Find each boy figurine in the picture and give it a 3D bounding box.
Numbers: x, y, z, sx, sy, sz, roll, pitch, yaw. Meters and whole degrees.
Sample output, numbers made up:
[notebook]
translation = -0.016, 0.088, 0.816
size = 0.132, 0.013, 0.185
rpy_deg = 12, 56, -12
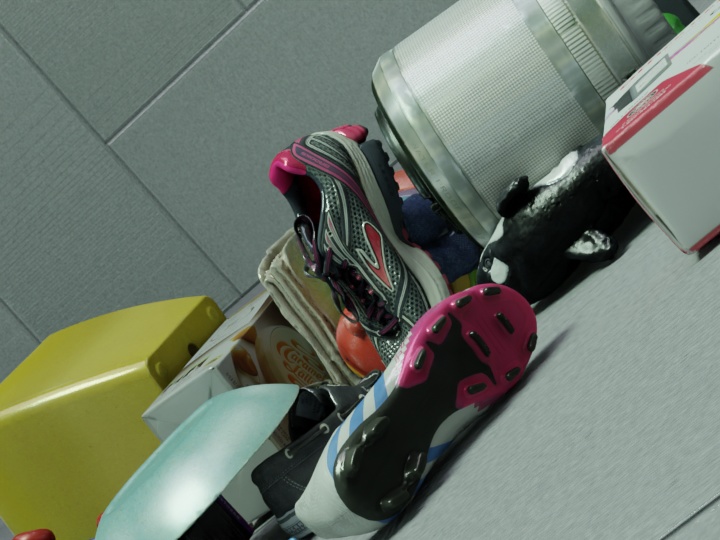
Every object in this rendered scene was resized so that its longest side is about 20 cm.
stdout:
[boy figurine]
translation = 0.088, -0.041, 1.722
size = 0.199, 0.125, 0.064
rpy_deg = -23, -18, -40

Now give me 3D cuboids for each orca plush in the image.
[orca plush]
translation = 0.162, -0.033, 1.541
size = 0.199, 0.071, 0.105
rpy_deg = -35, -39, 9

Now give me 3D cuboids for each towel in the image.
[towel]
translation = -0.015, 0.021, 1.856
size = 0.034, 0.133, 0.200
rpy_deg = -34, 5, 20

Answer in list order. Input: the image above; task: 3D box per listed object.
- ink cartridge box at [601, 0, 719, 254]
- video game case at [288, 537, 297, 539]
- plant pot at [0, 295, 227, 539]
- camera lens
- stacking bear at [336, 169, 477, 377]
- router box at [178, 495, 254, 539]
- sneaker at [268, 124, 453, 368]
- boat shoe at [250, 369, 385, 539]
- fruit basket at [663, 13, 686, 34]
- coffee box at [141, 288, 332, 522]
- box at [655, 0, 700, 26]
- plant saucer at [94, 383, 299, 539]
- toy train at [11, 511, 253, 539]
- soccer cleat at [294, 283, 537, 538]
[ink cartridge box]
translation = 0.220, -0.102, 1.386
size = 0.147, 0.086, 0.200
rpy_deg = -41, 6, 12
[video game case]
translation = -0.114, 0.247, 1.408
size = 0.143, 0.018, 0.200
rpy_deg = -39, 6, 28
[plant pot]
translation = -0.172, 0.134, 1.891
size = 0.176, 0.201, 0.200
rpy_deg = -30, 10, 29
[camera lens]
translation = 0.119, -0.123, 1.604
size = 0.199, 0.160, 0.160
rpy_deg = -35, 6, 10
[stacking bear]
translation = 0.033, 0.014, 1.777
size = 0.114, 0.121, 0.200
rpy_deg = -44, 12, 29
[router box]
translation = -0.170, 0.250, 1.620
size = 0.200, 0.051, 0.149
rpy_deg = -42, 5, 19
[sneaker]
translation = 0.000, 0.000, 1.625
size = 0.074, 0.201, 0.081
rpy_deg = -16, -16, -39
[boat shoe]
translation = -0.023, 0.108, 1.599
size = 0.070, 0.066, 0.200
rpy_deg = -39, 6, 34
[fruit basket]
translation = 0.194, -0.156, 1.782
size = 0.184, 0.094, 0.200
rpy_deg = 2, 31, 44
[coffee box]
translation = -0.072, 0.095, 1.795
size = 0.080, 0.115, 0.200
rpy_deg = -35, 8, 25
[box]
translation = 0.197, -0.144, 1.975
size = 0.200, 0.079, 0.141
rpy_deg = -43, 8, -2
[plant saucer]
translation = -0.123, 0.138, 1.584
size = 0.201, 0.039, 0.201
rpy_deg = -46, 5, 5
[toy train]
translation = -0.157, 0.217, 1.762
size = 0.198, 0.085, 0.116
rpy_deg = -16, -8, 12
[soccer cleat]
translation = 0.029, 0.082, 1.401
size = 0.200, 0.070, 0.086
rpy_deg = -46, 7, -36
